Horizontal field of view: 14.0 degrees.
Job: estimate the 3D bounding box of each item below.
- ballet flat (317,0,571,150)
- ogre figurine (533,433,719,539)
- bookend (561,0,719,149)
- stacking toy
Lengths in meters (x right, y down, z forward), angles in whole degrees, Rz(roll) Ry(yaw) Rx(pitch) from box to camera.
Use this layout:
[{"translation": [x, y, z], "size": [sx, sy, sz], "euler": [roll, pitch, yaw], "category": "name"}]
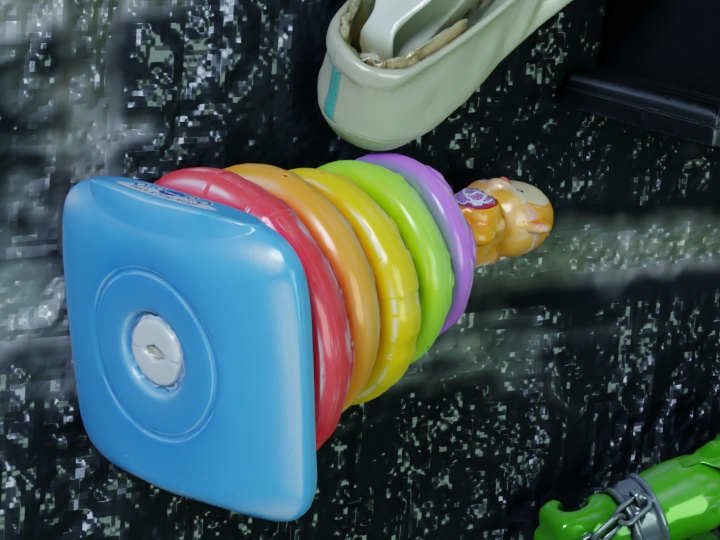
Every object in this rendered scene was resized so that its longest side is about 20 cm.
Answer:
[{"translation": [0.058, -0.124, 1.047], "size": [0.200, 0.069, 0.069], "euler": [-47, 124, -17], "category": "ballet flat"}, {"translation": [0.161, 0.122, 1.183], "size": [0.120, 0.098, 0.200], "euler": [-43, 109, 3], "category": "ogre figurine"}, {"translation": [0.195, -0.147, 1.127], "size": [0.199, 0.092, 0.200], "euler": [2, 101, -35], "category": "bookend"}, {"translation": [0.000, 0.000, 1.036], "size": [0.200, 0.116, 0.110], "euler": [-21, 118, -42], "category": "stacking toy"}]
